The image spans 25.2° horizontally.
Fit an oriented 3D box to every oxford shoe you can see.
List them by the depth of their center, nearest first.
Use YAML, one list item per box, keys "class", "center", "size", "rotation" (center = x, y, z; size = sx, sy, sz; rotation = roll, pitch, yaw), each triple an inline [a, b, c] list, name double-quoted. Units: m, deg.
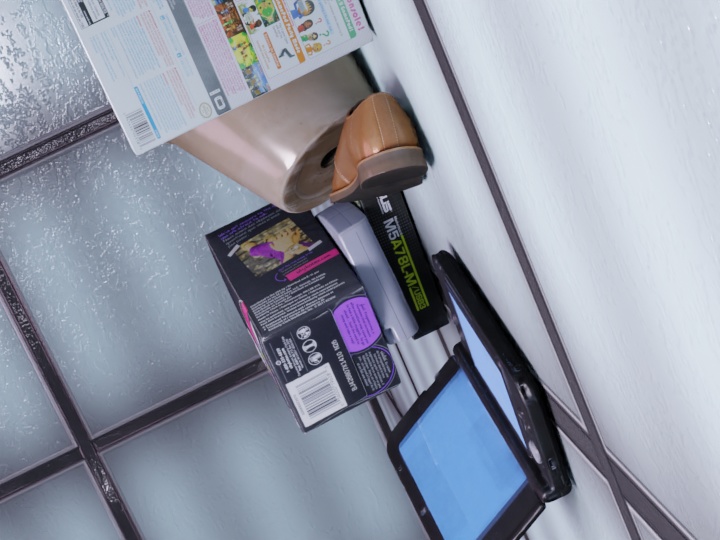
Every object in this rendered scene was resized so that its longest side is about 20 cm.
- class: "oxford shoe"
  center: [0.011, -0.095, 1.262]
  size: [0.200, 0.070, 0.072]
  rotation: [140, 116, -77]

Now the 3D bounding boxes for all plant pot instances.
- class: "plant pot"
  center: [-0.077, -0.149, 1.348]
  size: [0.174, 0.200, 0.200]
  rotation: [46, 169, 21]

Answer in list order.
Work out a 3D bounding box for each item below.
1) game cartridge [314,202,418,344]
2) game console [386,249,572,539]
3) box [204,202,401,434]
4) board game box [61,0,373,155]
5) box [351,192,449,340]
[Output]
- class: "game cartridge"
  center: [0.000, 0.000, 1.534]
  size: [0.134, 0.041, 0.200]
  rotation: [60, 174, -6]
- class: "game console"
  center: [0.074, 0.117, 1.279]
  size: [0.201, 0.115, 0.177]
  rotation: [-121, 7, -52]
- class: "box"
  center: [-0.057, 0.035, 1.510]
  size: [0.200, 0.105, 0.123]
  rotation: [55, 169, 55]
- class: "board game box"
  center: [-0.109, -0.198, 1.174]
  size: [0.064, 0.198, 0.149]
  rotation: [-122, 9, -61]
- class: "box"
  center: [0.010, -0.062, 1.578]
  size: [0.194, 0.047, 0.200]
  rotation: [65, 176, -35]
